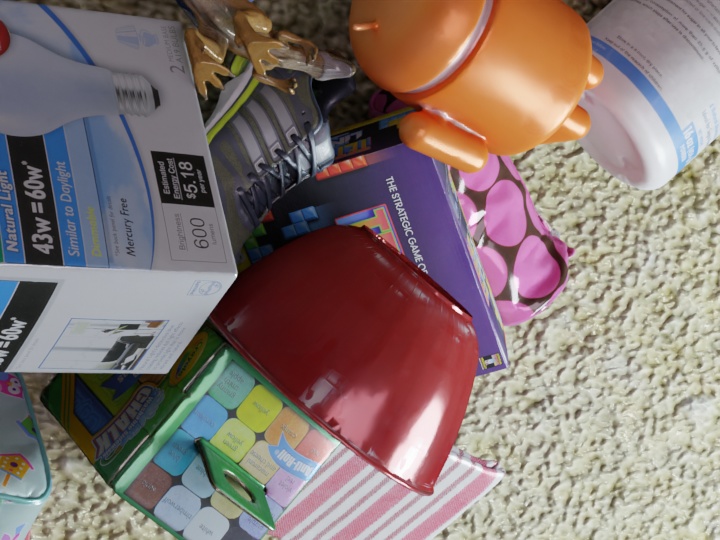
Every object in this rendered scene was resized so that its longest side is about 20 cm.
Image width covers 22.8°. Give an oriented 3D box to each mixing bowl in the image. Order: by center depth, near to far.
[{"bbox_3d":[0.005,0.043,1.174,0.200,0.200,0.109,38,95,-34],"label":"mixing bowl"}]

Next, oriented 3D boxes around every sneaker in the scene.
[{"bbox_3d":[-0.062,-0.076,1.180,0.074,0.080,0.202,69,33,-51],"label":"sneaker"}]

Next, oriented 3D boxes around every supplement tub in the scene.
[{"bbox_3d":[0.249,-0.170,1.351,0.200,0.132,0.132,-41,122,-9],"label":"supplement tub"}]

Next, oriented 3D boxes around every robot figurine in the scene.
[{"bbox_3d":[0.074,-0.153,1.188,0.199,0.117,0.144,27,110,-36],"label":"robot figurine"}]

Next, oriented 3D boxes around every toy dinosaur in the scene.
[{"bbox_3d":[-0.091,-0.161,1.137,0.199,0.107,0.060,36,112,-27],"label":"toy dinosaur"}]

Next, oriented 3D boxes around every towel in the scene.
[{"bbox_3d":[-0.004,0.160,1.353,0.199,0.030,0.146,26,126,-36],"label":"towel"}]

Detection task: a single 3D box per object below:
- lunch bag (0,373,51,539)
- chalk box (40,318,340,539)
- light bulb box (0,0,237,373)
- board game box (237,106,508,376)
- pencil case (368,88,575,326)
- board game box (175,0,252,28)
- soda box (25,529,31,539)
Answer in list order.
[{"bbox_3d":[-0.299,0.112,1.131,0.198,0.161,0.078,8,123,-32],"label":"lunch bag"},{"bbox_3d":[-0.108,0.109,1.208,0.124,0.200,0.125,-50,124,-4],"label":"chalk box"},{"bbox_3d":[-0.203,-0.051,1.084,0.198,0.200,0.125,2,147,-30],"label":"light bulb box"},{"bbox_3d":[0.000,0.000,1.275,0.164,0.057,0.201,-16,119,11],"label":"board game box"},{"bbox_3d":[0.085,-0.061,1.325,0.093,0.091,0.201,-32,119,-5],"label":"pencil case"},{"bbox_3d":[-0.111,-0.272,1.167,0.135,0.034,0.200,-45,123,-8],"label":"board game box"},{"bbox_3d":[-0.322,0.167,1.192,0.198,0.063,0.071,2,107,-30],"label":"soda box"}]
